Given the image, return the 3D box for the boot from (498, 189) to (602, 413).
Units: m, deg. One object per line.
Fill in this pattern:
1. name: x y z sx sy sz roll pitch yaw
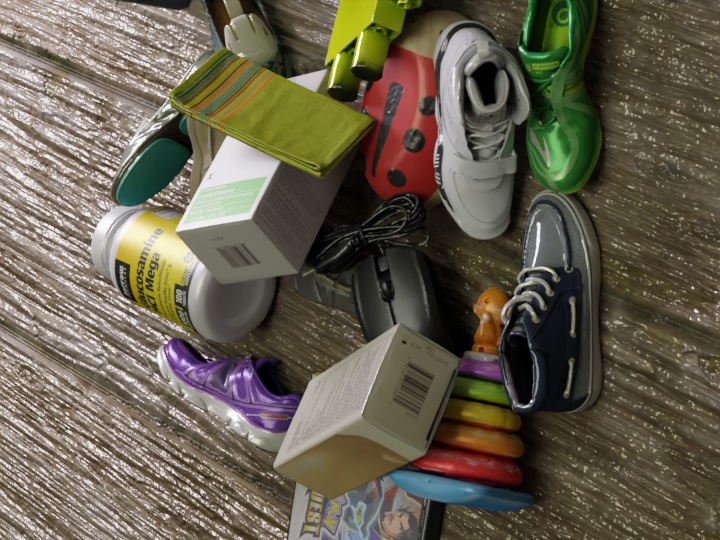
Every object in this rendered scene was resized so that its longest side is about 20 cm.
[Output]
1. boot: 0.162 0.026 1.537 0.072 0.090 0.201 -13 81 42

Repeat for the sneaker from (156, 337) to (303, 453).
1. sneaker: -0.128 0.118 1.832 0.199 0.081 0.084 29 92 31

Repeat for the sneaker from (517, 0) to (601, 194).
1. sneaker: 0.166 -0.167 1.536 0.074 0.083 0.202 -2 89 33

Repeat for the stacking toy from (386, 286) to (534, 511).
1. stacking toy: 0.107 0.114 1.594 0.116 0.109 0.201 6 83 38

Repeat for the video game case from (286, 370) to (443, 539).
1. video game case: 0.007 0.217 1.725 0.180 0.025 0.201 16 101 41

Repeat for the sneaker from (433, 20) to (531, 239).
1. sneaker: 0.107 -0.118 1.552 0.115 0.075 0.201 -120 24 -76

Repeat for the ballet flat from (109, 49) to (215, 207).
1. ballet flat: -0.201 -0.154 1.870 0.200 0.067 0.064 -46 48 9

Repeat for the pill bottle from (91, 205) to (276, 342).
1. pill bottle: -0.193 -0.004 1.850 0.199 0.112 0.113 21 104 41

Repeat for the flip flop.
1. flip flop: 0.000 0.000 1.715 0.199 0.057 0.082 25 115 23

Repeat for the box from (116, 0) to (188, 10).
1. box: -0.233 -0.418 1.893 0.182 0.104 0.201 49 121 32

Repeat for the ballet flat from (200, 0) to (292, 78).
1. ballet flat: -0.129 -0.262 1.812 0.074 0.074 0.201 -42 64 34

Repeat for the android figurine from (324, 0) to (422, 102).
1. android figurine: 0.017 -0.263 1.657 0.182 0.041 0.201 -34 39 63

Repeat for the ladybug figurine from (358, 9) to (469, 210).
1. ladybug figurine: 0.052 -0.149 1.652 0.135 0.072 0.201 23 105 40

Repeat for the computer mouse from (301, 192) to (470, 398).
1. computer mouse: 0.032 0.041 1.643 0.138 0.053 0.201 -26 90 24

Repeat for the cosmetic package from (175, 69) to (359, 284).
1. cosmetic package: -0.083 -0.091 1.696 0.107 0.085 0.201 -10 44 38

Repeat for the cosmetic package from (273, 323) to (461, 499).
1. cosmetic package: 0.004 0.133 1.594 0.200 0.071 0.106 -35 27 60

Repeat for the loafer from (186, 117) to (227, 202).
1. loafer: -0.133 -0.130 1.800 0.068 0.076 0.201 30 142 21

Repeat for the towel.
1. towel: -0.087 -0.154 1.663 0.199 0.086 0.018 27 152 31
